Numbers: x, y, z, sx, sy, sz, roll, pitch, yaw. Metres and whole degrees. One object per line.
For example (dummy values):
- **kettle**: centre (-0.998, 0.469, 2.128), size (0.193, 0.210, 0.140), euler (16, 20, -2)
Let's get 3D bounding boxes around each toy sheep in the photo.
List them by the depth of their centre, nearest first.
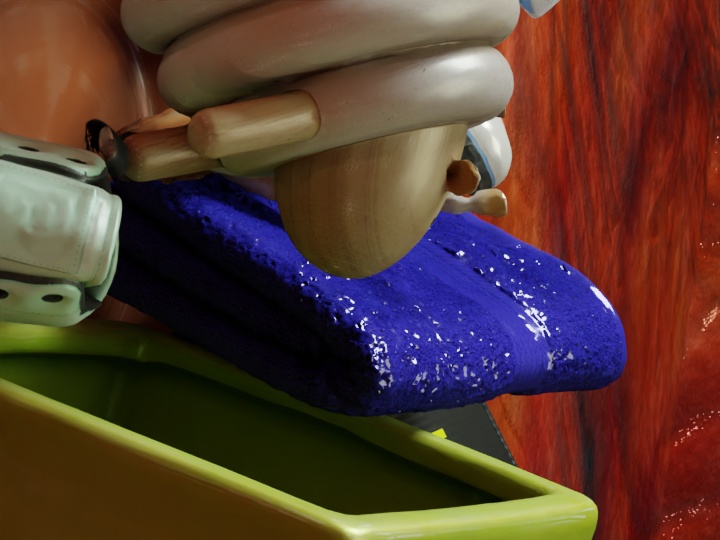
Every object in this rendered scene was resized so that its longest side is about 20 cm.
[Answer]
- **toy sheep**: centre (-0.017, -0.097, 0.913), size (0.138, 0.137, 0.201), euler (-12, 91, -77)

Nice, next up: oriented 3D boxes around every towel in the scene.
- **towel**: centre (0.000, 0.000, 1.053), size (0.200, 0.147, 0.050), euler (-4, 118, -60)

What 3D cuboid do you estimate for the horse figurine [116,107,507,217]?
- **horse figurine**: centre (-0.016, -0.068, 1.040), size (0.200, 0.132, 0.050), euler (-90, -178, -59)

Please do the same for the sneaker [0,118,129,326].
- **sneaker**: centre (-0.131, -0.033, 0.828), size (0.200, 0.117, 0.074), euler (42, 55, -72)

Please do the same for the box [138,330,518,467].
- **box**: centre (0.012, 0.095, 1.125), size (0.194, 0.047, 0.200), euler (65, 22, 5)

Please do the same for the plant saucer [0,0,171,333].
- **plant saucer**: centre (-0.110, -0.022, 1.029), size (0.200, 0.032, 0.202), euler (-26, 120, -57)

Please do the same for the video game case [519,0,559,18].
- **video game case**: centre (0.008, -0.216, 1.279), size (0.022, 0.200, 0.182), euler (-40, 158, -4)

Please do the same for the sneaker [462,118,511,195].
- **sneaker**: centre (0.030, -0.116, 1.339), size (0.072, 0.072, 0.200), euler (73, -7, -50)

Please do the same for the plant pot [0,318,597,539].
- **plant pot**: centre (-0.067, 0.128, 0.929), size (0.199, 0.199, 0.182), euler (3, 106, -64)

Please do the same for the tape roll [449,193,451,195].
- **tape roll**: centre (-0.012, -0.090, 1.283), size (0.203, 0.037, 0.204), euler (157, -90, -85)
